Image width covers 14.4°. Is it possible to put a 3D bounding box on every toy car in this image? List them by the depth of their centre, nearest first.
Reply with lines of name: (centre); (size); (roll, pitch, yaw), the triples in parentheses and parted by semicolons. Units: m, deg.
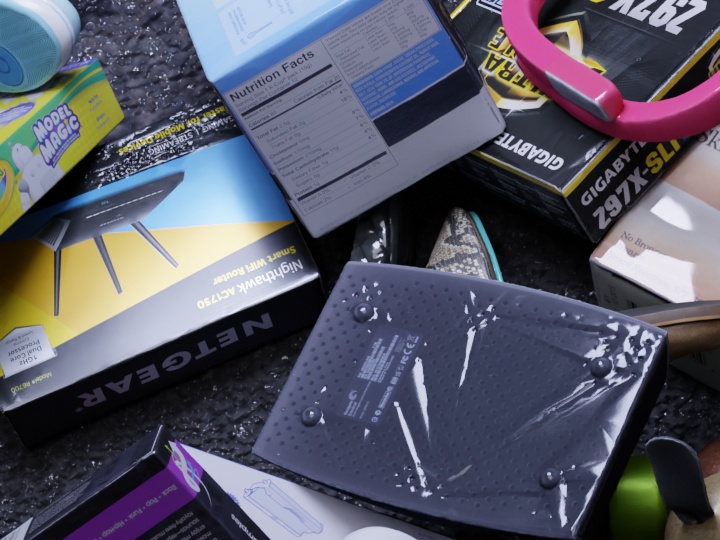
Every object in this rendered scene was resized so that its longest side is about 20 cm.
toy car: (0.203, 0.127, 1.462); (0.164, 0.200, 0.158); (-1, 61, 10)

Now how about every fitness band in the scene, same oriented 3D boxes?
fitness band: (0.163, -0.142, 1.581); (0.144, 0.037, 0.200); (-39, 38, -7)

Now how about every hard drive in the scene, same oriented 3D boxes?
hard drive: (0.054, 0.071, 1.472); (0.200, 0.042, 0.135); (12, 65, 34)

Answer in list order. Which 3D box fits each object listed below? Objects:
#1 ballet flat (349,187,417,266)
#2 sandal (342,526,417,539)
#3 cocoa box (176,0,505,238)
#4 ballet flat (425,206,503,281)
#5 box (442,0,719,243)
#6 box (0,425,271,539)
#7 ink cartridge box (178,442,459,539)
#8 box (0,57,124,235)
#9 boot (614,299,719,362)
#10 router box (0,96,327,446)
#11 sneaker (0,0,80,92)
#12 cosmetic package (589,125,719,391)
ballet flat: (0.000, 0.000, 1.651); (0.057, 0.066, 0.200); (-3, 60, 15)
sandal: (-0.031, 0.211, 1.429); (0.082, 0.203, 0.050); (25, 26, -7)
cocoa box: (-0.023, -0.144, 1.652); (0.133, 0.131, 0.200); (-30, 36, 5)
ballet flat: (0.068, 0.051, 1.606); (0.075, 0.068, 0.200); (-19, 61, -14)
box: (0.120, -0.113, 1.652); (0.160, 0.049, 0.200); (-44, 36, -11)
box: (-0.091, 0.192, 1.474); (0.143, 0.200, 0.036); (-35, 16, 21)
ink cartridge box: (-0.018, 0.157, 1.513); (0.200, 0.094, 0.044); (19, 62, -1)
box: (-0.235, -0.054, 1.663); (0.117, 0.048, 0.200); (-12, 24, 30)
boot: (0.116, 0.064, 1.532); (0.200, 0.074, 0.075); (-18, 84, 17)
router box: (-0.136, -0.003, 1.684); (0.200, 0.051, 0.149); (-24, 58, -4)
sneaker: (-0.209, -0.171, 1.739); (0.200, 0.080, 0.131); (2, 40, 50)
cosmetic package: (0.228, -0.039, 1.618); (0.103, 0.087, 0.200); (27, 69, 25)
